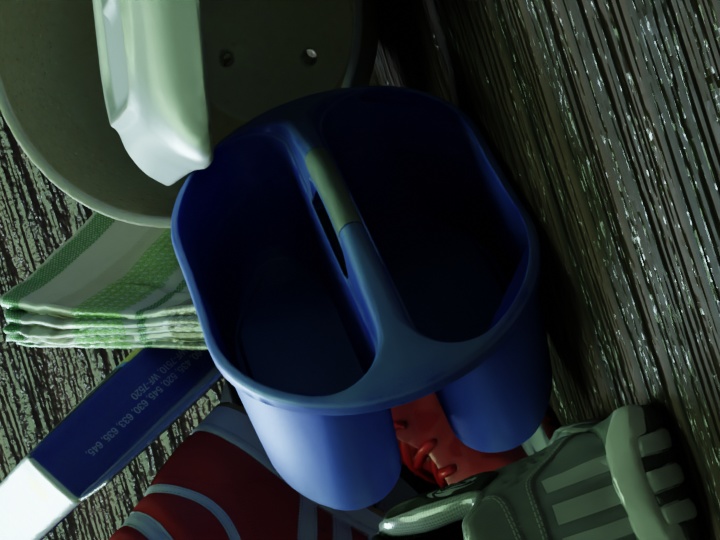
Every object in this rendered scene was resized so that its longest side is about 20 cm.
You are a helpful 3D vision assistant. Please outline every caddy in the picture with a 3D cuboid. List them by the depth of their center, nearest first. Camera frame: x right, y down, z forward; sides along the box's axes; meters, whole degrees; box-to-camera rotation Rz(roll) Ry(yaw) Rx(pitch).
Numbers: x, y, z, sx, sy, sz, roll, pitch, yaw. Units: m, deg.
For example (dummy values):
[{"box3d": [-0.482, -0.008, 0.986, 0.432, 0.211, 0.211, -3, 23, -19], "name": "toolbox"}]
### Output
[{"box3d": [0.000, 0.000, 0.827, 0.200, 0.141, 0.105, -116, 5, -48], "name": "caddy"}]

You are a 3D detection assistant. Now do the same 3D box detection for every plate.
[{"box3d": [-0.096, -0.139, 0.839, 0.200, 0.032, 0.201, 180, 84, -79], "name": "plate"}]

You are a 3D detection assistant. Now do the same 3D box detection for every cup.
[{"box3d": [-0.070, -0.126, 1.005, 0.143, 0.199, 0.202, -12, -97, -70], "name": "cup"}]

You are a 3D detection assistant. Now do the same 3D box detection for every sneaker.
[{"box3d": [0.053, 0.102, 0.751, 0.200, 0.115, 0.075, 94, 157, -73], "name": "sneaker"}, {"box3d": [-0.024, 0.156, 0.895, 0.199, 0.112, 0.071, 33, 149, 19], "name": "sneaker"}, {"box3d": [0.029, 0.087, 0.917, 0.079, 0.115, 0.201, 80, 170, -51], "name": "sneaker"}]

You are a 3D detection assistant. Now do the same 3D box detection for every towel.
[{"box3d": [-0.077, -0.015, 1.007, 0.199, 0.149, 0.031, -2, 127, 39], "name": "towel"}]

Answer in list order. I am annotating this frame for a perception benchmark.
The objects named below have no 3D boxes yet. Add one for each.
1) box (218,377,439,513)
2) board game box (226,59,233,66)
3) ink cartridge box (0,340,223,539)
[{"box3d": [-0.001, 0.159, 1.015, 0.132, 0.114, 0.201, 111, 146, -59], "name": "box"}, {"box3d": [-0.100, -0.157, 1.179, 0.200, 0.046, 0.153, -55, -36, -62], "name": "board game box"}, {"box3d": [-0.105, 0.057, 1.020, 0.047, 0.198, 0.200, 46, 149, 0], "name": "ink cartridge box"}]
